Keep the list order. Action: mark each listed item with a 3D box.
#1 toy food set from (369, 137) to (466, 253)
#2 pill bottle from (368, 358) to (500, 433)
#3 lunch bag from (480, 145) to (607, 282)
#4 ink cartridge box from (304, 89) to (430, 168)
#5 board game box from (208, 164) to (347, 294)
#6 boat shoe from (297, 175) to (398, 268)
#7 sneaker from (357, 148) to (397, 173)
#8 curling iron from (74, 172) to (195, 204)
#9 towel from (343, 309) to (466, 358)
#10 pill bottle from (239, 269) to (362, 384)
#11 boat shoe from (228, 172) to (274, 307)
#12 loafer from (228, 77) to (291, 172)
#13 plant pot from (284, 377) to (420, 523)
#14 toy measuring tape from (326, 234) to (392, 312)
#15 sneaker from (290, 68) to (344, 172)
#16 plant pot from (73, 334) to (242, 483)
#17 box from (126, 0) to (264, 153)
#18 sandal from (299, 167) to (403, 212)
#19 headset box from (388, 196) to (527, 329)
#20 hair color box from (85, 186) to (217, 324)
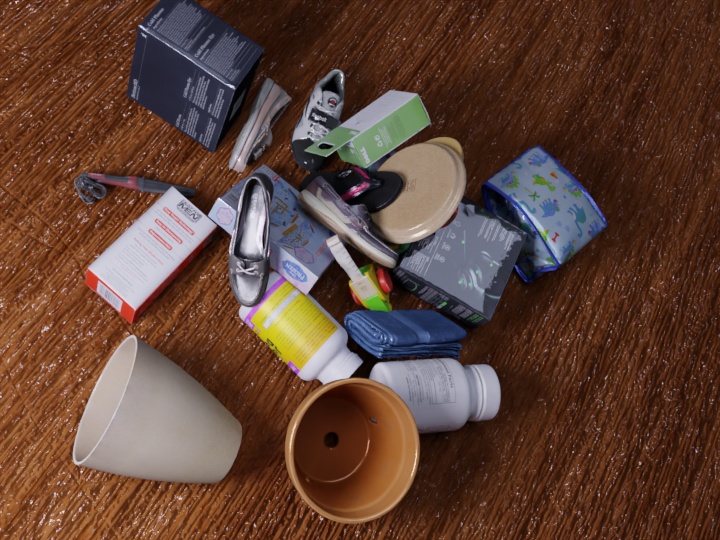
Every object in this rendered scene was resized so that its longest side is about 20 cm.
[{"bbox_3d":[0.090,-0.130,1.633,0.049,0.195,0.203,43,30,-48],"label":"toy food set"},{"bbox_3d":[0.118,0.200,1.559,0.196,0.115,0.117,-1,65,-21],"label":"pill bottle"},{"bbox_3d":[0.324,-0.110,1.780,0.169,0.127,0.202,-35,93,-35],"label":"lunch bag"},{"bbox_3d":[0.012,-0.232,1.677,0.198,0.103,0.060,-36,116,-14],"label":"ink cartridge box"},{"bbox_3d":[-0.124,-0.072,1.584,0.198,0.041,0.200,39,27,0],"label":"board game box"},{"bbox_3d":[-0.012,-0.081,1.590,0.199,0.072,0.065,37,84,11],"label":"boat shoe"},{"bbox_3d":[0.030,-0.177,1.746,0.086,0.075,0.204,-9,61,-5],"label":"sneaker"},{"bbox_3d":[-0.366,-0.131,1.584,0.196,0.025,0.051,0,86,-27],"label":"curling iron"},{"bbox_3d":[0.072,0.103,1.579,0.197,0.049,0.111,0,24,-41],"label":"towel"},{"bbox_3d":[-0.090,0.100,1.532,0.200,0.104,0.104,44,58,4],"label":"pill bottle"},{"bbox_3d":[-0.166,-0.046,1.458,0.065,0.057,0.205,6,92,5],"label":"boat shoe"},{"bbox_3d":[-0.170,-0.248,1.693,0.062,0.072,0.203,27,56,-15],"label":"loafer"},{"bbox_3d":[-0.026,0.258,1.437,0.196,0.140,0.205,1,86,-18],"label":"plant pot"},{"bbox_3d":[0.000,0.000,1.602,0.201,0.072,0.074,55,49,-35],"label":"toy measuring tape"},{"bbox_3d":[-0.071,-0.274,1.732,0.073,0.089,0.204,18,62,-13],"label":"sneaker"},{"bbox_3d":[-0.273,0.221,1.374,0.198,0.186,0.190,29,57,-22],"label":"plant pot"},{"bbox_3d":[-0.277,-0.327,1.609,0.180,0.200,0.105,32,59,-4],"label":"box"},{"bbox_3d":[-0.023,-0.142,1.643,0.196,0.045,0.076,4,63,27],"label":"sandal"},{"bbox_3d":[0.171,-0.021,1.680,0.197,0.093,0.177,28,72,-6],"label":"headset box"},{"bbox_3d":[-0.326,-0.026,1.526,0.101,0.061,0.201,40,59,1],"label":"hair color box"}]
